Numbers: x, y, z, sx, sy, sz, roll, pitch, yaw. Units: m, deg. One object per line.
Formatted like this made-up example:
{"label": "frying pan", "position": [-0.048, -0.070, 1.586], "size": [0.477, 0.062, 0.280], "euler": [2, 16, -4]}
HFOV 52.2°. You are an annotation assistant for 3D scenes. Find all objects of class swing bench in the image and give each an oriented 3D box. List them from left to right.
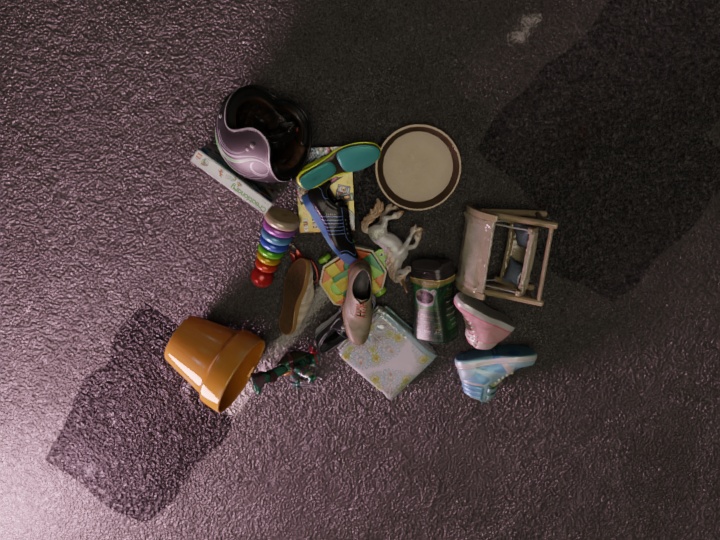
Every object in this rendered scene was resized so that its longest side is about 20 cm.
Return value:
{"label": "swing bench", "position": [0.329, -0.039, 1.696], "size": [0.199, 0.130, 0.200], "euler": [5, 108, 0]}

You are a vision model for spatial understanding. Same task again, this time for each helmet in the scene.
{"label": "helmet", "position": [-0.221, -0.294, 1.598], "size": [0.190, 0.200, 0.201], "euler": [25, 109, 26]}

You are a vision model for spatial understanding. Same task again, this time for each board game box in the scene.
{"label": "board game box", "position": [-0.279, -0.209, 1.657], "size": [0.200, 0.126, 0.035], "euler": [37, 104, -9]}
{"label": "board game box", "position": [-0.081, -0.189, 1.707], "size": [0.135, 0.035, 0.201], "euler": [-1, 107, 1]}

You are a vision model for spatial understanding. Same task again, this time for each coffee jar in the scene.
{"label": "coffee jar", "position": [0.175, 0.068, 1.746], "size": [0.104, 0.085, 0.201], "euler": [8, 111, 36]}

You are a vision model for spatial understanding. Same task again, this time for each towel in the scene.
{"label": "towel", "position": [0.064, 0.201, 1.819], "size": [0.200, 0.048, 0.171], "euler": [42, 106, -11]}

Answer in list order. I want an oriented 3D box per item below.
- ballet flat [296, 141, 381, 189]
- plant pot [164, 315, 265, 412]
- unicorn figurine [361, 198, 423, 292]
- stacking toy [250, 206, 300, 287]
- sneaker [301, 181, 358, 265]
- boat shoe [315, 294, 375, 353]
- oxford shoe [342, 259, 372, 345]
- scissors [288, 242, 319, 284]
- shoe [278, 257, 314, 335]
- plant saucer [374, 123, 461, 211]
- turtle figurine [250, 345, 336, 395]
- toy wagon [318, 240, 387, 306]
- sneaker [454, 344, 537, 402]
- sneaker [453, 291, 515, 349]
{"label": "ballet flat", "position": [-0.051, -0.243, 1.636], "size": [0.199, 0.067, 0.067], "euler": [-23, 121, 8]}
{"label": "plant pot", "position": [-0.359, 0.207, 1.763], "size": [0.183, 0.200, 0.201], "euler": [30, 106, 8]}
{"label": "unicorn figurine", "position": [0.082, -0.062, 1.715], "size": [0.200, 0.074, 0.137], "euler": [42, 88, 9]}
{"label": "stacking toy", "position": [-0.208, -0.045, 1.729], "size": [0.085, 0.085, 0.200], "euler": [19, 119, -5]}
{"label": "sneaker", "position": [-0.051, -0.108, 1.677], "size": [0.078, 0.070, 0.200], "euler": [-30, 104, 15]}
{"label": "boat shoe", "position": [-0.036, 0.129, 1.759], "size": [0.072, 0.068, 0.200], "euler": [34, 122, -31]}
{"label": "oxford shoe", "position": [-0.006, 0.080, 1.676], "size": [0.070, 0.075, 0.201], "euler": [-2, 103, -4]}
{"label": "scissors", "position": [-0.157, -0.054, 1.763], "size": [0.073, 0.014, 0.201], "euler": [-15, 105, 8]}
{"label": "shoe", "position": [-0.149, 0.060, 1.771], "size": [0.070, 0.053, 0.201], "euler": [33, 116, 36]}
{"label": "plant saucer", "position": [0.132, -0.237, 1.691], "size": [0.199, 0.029, 0.201], "euler": [0, 108, 1]}
{"label": "turtle figurine", "position": [-0.166, 0.249, 1.804], "size": [0.199, 0.150, 0.101], "euler": [-15, 74, -13]}
{"label": "toy wagon", "position": [0.000, 0.000, 1.761], "size": [0.200, 0.040, 0.155], "euler": [-32, 104, 10]}
{"label": "sneaker", "position": [0.340, 0.259, 1.815], "size": [0.199, 0.080, 0.131], "euler": [-7, 105, 13]}
{"label": "sneaker", "position": [0.274, 0.130, 1.753], "size": [0.200, 0.075, 0.105], "euler": [27, 114, -35]}
